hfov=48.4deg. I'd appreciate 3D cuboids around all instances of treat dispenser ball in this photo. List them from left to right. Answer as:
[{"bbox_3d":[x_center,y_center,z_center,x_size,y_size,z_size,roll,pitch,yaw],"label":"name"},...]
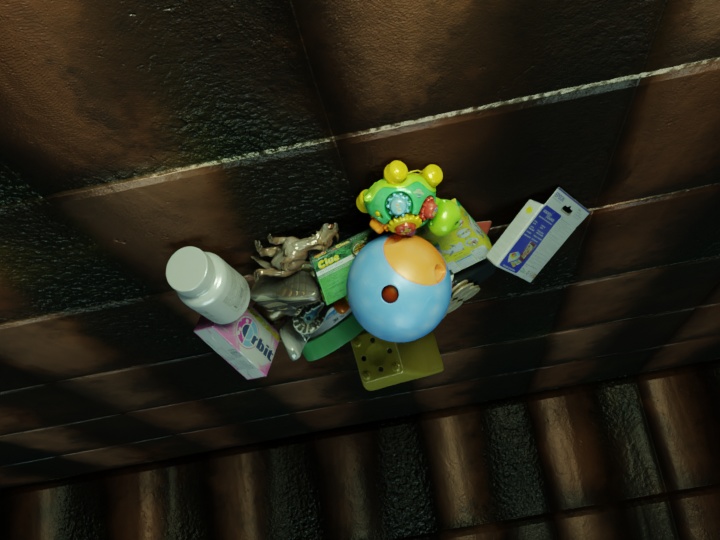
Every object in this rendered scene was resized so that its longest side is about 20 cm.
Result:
[{"bbox_3d":[0.072,0.031,1.493,0.196,0.205,0.201,-8,160,-3],"label":"treat dispenser ball"}]

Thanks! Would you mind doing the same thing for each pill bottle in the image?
[{"bbox_3d":[-0.306,0.028,1.602,0.112,0.117,0.200,-13,159,10],"label":"pill bottle"}]

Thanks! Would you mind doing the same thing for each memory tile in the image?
[{"bbox_3d":[0.177,0.089,1.802,0.199,0.017,0.153,-38,164,15],"label":"memory tile"}]

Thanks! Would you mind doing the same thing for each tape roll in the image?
[{"bbox_3d":[-0.060,0.144,1.953,0.199,0.049,0.201,-34,-173,5],"label":"tape roll"}]

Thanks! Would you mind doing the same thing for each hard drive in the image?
[{"bbox_3d":[0.223,0.026,1.801,0.198,0.033,0.140,-32,164,-7],"label":"hard drive"}]

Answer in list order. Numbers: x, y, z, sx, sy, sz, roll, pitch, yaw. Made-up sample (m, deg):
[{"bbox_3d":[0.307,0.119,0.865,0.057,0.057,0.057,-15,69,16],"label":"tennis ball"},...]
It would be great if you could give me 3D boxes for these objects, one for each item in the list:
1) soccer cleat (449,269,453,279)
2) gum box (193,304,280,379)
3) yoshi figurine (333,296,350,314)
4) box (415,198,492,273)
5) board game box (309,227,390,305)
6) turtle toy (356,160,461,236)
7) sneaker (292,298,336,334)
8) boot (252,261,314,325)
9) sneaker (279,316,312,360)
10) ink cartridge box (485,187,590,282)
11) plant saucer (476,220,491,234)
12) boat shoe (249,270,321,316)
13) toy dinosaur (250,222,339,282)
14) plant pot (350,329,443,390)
[{"bbox_3d":[0.113,0.017,1.644,0.067,0.075,0.198,-7,-163,-37],"label":"soccer cleat"},{"bbox_3d":[-0.269,0.145,1.797,0.065,0.115,0.200,-13,132,36],"label":"gum box"},{"bbox_3d":[-0.011,-0.001,1.665,0.111,0.113,0.200,26,127,-22],"label":"yoshi figurine"},{"bbox_3d":[0.176,-0.068,1.607,0.116,0.049,0.200,-26,145,19],"label":"box"},{"bbox_3d":[0.003,-0.020,1.569,0.197,0.023,0.106,-26,123,-15],"label":"board game box"},{"bbox_3d":[0.092,-0.114,1.426,0.196,0.103,0.146,2,156,-28],"label":"turtle toy"},{"bbox_3d":[-0.077,0.066,1.806,0.199,0.079,0.090,-36,-179,-15],"label":"sneaker"},{"bbox_3d":[-0.176,0.050,1.798,0.172,0.067,0.201,-19,161,-9],"label":"boot"},{"bbox_3d":[-0.143,0.137,1.889,0.079,0.201,0.071,-19,116,9],"label":"sneaker"},{"bbox_3d":[0.371,-0.078,1.672,0.201,0.047,0.196,-54,146,12],"label":"ink cartridge box"},{"bbox_3d":[0.177,-0.041,1.749,0.195,0.037,0.200,-6,159,-6],"label":"plant saucer"},{"bbox_3d":[-0.144,0.050,1.660,0.198,0.075,0.074,1,140,44],"label":"boat shoe"},{"bbox_3d":[-0.134,-0.025,1.596,0.134,0.088,0.198,0,164,-42],"label":"toy dinosaur"},{"bbox_3d":[0.073,0.198,2.012,0.191,0.199,0.199,-18,178,22],"label":"plant pot"}]
